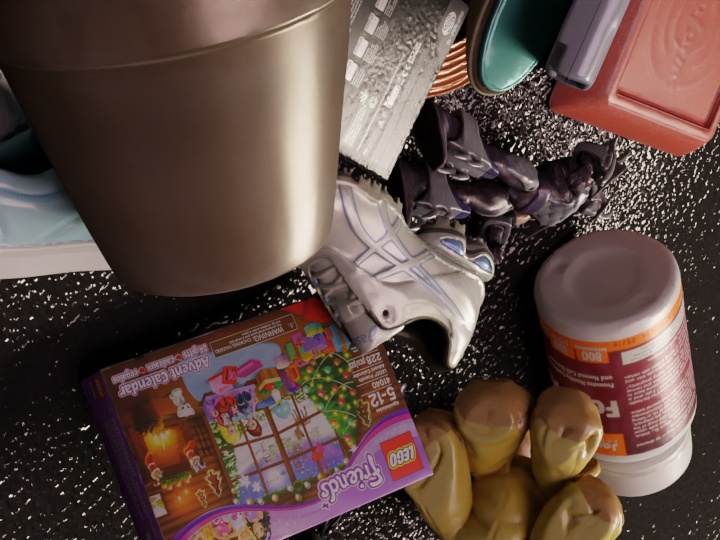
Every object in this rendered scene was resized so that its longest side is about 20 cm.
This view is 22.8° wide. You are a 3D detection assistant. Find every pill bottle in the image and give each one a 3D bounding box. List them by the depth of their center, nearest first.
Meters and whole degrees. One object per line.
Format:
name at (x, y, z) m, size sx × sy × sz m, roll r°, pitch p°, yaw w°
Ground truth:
pill bottle at (0.206, 0.077, 1.413) m, size 0.114 × 0.114 × 0.201 m, roll -38°, pitch 135°, yaw -24°

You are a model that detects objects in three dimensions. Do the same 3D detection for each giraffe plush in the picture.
giraffe plush at (0.116, 0.168, 1.351) m, size 0.162 × 0.171 × 0.202 m, roll -42°, pitch 135°, yaw -75°

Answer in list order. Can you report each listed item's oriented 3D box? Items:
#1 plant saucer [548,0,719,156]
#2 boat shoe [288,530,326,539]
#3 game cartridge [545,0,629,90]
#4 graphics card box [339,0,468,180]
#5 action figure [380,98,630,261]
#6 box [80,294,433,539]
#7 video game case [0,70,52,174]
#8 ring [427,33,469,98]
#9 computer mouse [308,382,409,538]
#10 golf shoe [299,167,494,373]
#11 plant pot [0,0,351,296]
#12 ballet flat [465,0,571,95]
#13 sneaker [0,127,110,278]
plant saucer at (0.246, -0.191, 1.361) m, size 0.199 × 0.037 × 0.201 m, roll 11°, pitch 104°, yaw -50°
boat shoe at (-0.087, 0.262, 1.247) m, size 0.200 × 0.070 × 0.066 m, roll -42°, pitch 125°, yaw -8°
game cartridge at (0.164, -0.188, 1.193) m, size 0.200 × 0.041 × 0.134 m, roll -40°, pitch 150°, yaw -82°
graphics card box at (-0.027, -0.144, 1.057) m, size 0.199 × 0.051 × 0.126 m, roll 24°, pitch 91°, yaw -51°
action figure at (0.107, -0.056, 1.253) m, size 0.199 × 0.070 × 0.130 m, roll 9°, pitch 137°, yaw -38°
box at (-0.062, 0.101, 1.132) m, size 0.199 × 0.039 × 0.138 m, roll -19°, pitch 85°, yaw -33°
video game case at (-0.152, -0.128, 0.989) m, size 0.200 × 0.024 × 0.183 m, roll -44°, pitch 137°, yaw -20°
ring at (0.056, -0.210, 1.164) m, size 0.199 × 0.019 × 0.202 m, roll -24°, pitch 127°, yaw -36°
computer mouse at (-0.042, 0.118, 1.225) m, size 0.200 × 0.053 × 0.139 m, roll 31°, pitch 89°, yaw -50°
golf shoe at (0.000, 0.000, 1.132) m, size 0.199 × 0.078 × 0.098 m, roll 22°, pitch 65°, yaw -28°
plant pot at (-0.086, -0.089, 0.888) m, size 0.199 × 0.199 × 0.175 m, roll -26°, pitch 119°, yaw -34°
ballet flat at (0.115, -0.210, 1.161) m, size 0.069 × 0.069 × 0.201 m, roll 22°, pitch 99°, yaw -50°
sneaker at (-0.144, -0.049, 0.971) m, size 0.199 × 0.074 × 0.083 m, roll -13°, pitch 125°, yaw -42°
